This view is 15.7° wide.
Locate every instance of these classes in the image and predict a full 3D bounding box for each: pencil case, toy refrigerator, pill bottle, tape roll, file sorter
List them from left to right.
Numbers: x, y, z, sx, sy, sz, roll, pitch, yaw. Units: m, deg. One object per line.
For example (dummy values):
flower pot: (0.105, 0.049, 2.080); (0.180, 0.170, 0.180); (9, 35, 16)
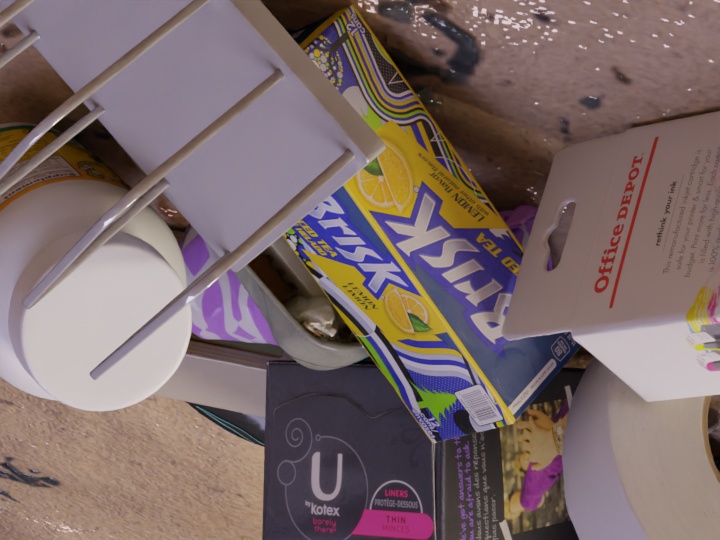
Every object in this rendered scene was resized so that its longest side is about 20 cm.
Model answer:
pill bottle: (-0.152, 0.000, 1.309); (0.113, 0.113, 0.200); (31, -177, -25)
file sorter: (-0.121, -0.070, 1.145); (0.200, 0.125, 0.139); (48, 145, -3)
toy refrigerator: (-0.118, 0.021, 1.460); (0.200, 0.076, 0.070); (11, 153, 15)
pencil case: (0.000, 0.000, 1.351); (0.200, 0.084, 0.086); (5, 113, 23)
tape roll: (0.202, 0.092, 1.262); (0.202, 0.203, 0.071); (21, 153, -6)

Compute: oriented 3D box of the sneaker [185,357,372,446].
sneaker: (-0.032, 0.074, 1.532); (0.200, 0.075, 0.079); (25, 165, 3)

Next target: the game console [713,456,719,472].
game console: (0.250, 0.166, 1.322); (0.200, 0.171, 0.118); (-12, 172, 10)

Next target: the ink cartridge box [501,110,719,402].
ink cartridge box: (0.170, -0.009, 1.182); (0.200, 0.115, 0.068); (-9, 142, 43)

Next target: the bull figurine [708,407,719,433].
bull figurine: (0.245, 0.133, 1.465); (0.200, 0.065, 0.121); (1, 146, 28)

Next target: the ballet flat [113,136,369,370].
ballet flat: (-0.051, -0.039, 1.262); (0.200, 0.067, 0.064); (53, 153, -11)

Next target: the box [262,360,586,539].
box: (0.056, 0.102, 1.378); (0.122, 0.106, 0.200); (-1, 176, 40)

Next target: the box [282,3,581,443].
box: (0.016, -0.019, 1.226); (0.064, 0.070, 0.200); (-18, 112, 51)
